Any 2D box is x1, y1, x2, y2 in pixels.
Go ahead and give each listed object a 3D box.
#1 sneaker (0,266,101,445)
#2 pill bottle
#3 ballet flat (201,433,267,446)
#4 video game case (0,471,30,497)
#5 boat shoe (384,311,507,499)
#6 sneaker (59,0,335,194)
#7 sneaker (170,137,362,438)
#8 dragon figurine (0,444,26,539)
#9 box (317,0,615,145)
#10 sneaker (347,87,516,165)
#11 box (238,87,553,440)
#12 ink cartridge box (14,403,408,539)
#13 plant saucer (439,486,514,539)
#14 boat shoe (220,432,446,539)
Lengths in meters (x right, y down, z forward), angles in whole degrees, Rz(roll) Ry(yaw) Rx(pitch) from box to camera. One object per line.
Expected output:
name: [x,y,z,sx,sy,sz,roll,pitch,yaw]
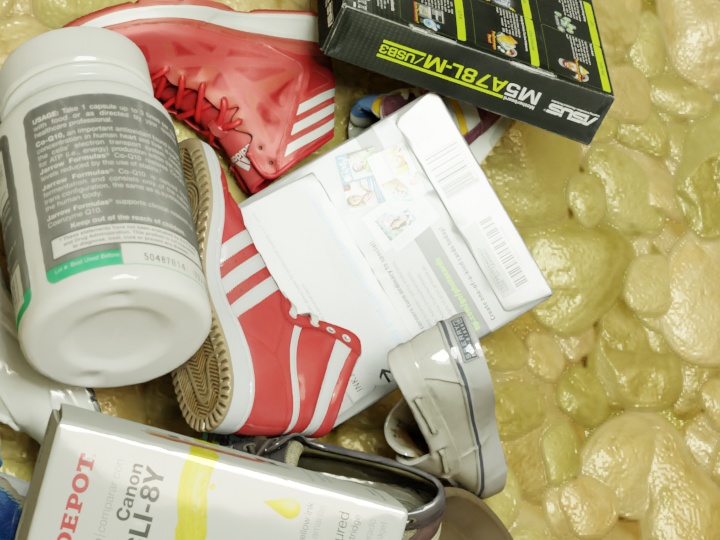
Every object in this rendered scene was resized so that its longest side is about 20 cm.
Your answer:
sneaker: [-0.226,0.055,1.316,0.087,0.075,0.200,-39,90,-13]
pill bottle: [-0.158,-0.041,1.293,0.113,0.113,0.201,4,53,-24]
ballet flat: [-0.075,0.158,1.329,0.074,0.074,0.201,24,55,-18]
video game case: [-0.279,0.198,1.268,0.182,0.022,0.201,23,67,-19]
boat shoe: [0.049,0.096,1.375,0.070,0.200,0.071,-19,63,-3]
sneaker: [-0.099,-0.110,1.407,0.199,0.078,0.116,-4,77,-25]
sneaker: [-0.066,0.016,1.343,0.112,0.071,0.201,13,54,-38]
dragon figurine: [-0.214,0.156,1.265,0.200,0.059,0.100,33,65,-14]
box: [0.066,-0.181,1.455,0.193,0.048,0.200,19,34,-16]
sneaker: [0.046,-0.105,1.475,0.090,0.075,0.200,41,62,-16]
box: [0.000,0.000,1.402,0.200,0.041,0.156,-31,91,-6]
ink cartridge box: [-0.091,0.170,1.195,0.199,0.083,0.146,16,90,-9]
plant saucer: [0.069,0.236,1.366,0.200,0.029,0.201,44,35,-44]
boat shoe: [-0.046,0.127,1.277,0.199,0.065,0.072,11,49,-6]
